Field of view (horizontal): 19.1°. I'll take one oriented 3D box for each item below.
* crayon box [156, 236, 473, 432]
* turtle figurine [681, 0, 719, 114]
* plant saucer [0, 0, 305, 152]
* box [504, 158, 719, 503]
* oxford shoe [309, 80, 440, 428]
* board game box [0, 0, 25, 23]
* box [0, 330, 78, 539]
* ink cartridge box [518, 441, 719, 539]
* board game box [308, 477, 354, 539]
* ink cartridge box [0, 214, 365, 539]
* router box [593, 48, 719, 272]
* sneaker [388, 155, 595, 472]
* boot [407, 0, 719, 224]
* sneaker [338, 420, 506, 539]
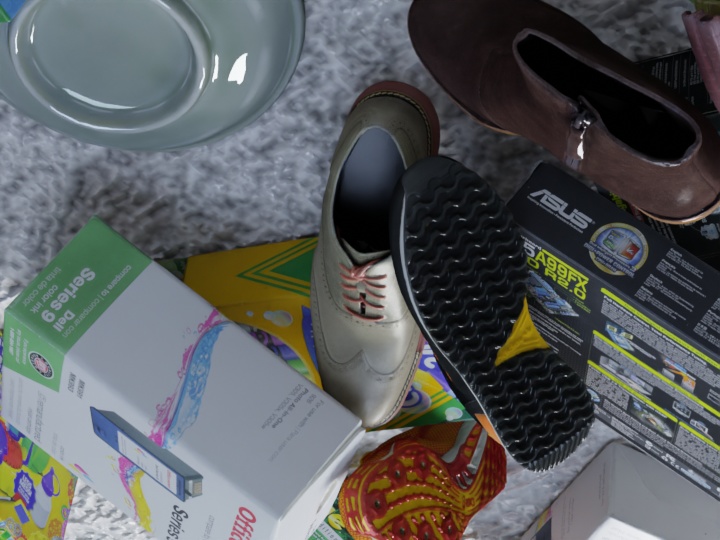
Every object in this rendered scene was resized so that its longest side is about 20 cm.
[{"bbox_3d":[-0.025,0.042,1.291,0.199,0.052,0.126,-8,133,16],"label":"crayon box"},{"bbox_3d":[0.198,-0.165,1.008,0.193,0.144,0.200,28,127,2],"label":"turtle figurine"},{"bbox_3d":[-0.130,-0.127,1.139,0.199,0.050,0.201,4,136,4],"label":"plant saucer"},{"bbox_3d":[0.163,0.044,1.177,0.200,0.044,0.160,34,157,18],"label":"box"},{"bbox_3d":[0.000,0.000,1.177,0.070,0.075,0.201,6,109,11],"label":"oxford shoe"},{"bbox_3d":[-0.273,-0.202,1.065,0.151,0.037,0.200,-1,137,36],"label":"board game box"},{"bbox_3d":[-0.311,0.107,1.349,0.192,0.122,0.200,-15,131,20],"label":"box"},{"bbox_3d":[0.162,0.211,1.420,0.117,0.067,0.200,23,134,-14],"label":"ink cartridge box"},{"bbox_3d":[0.003,0.208,1.411,0.200,0.023,0.105,46,132,-10],"label":"board game box"},{"bbox_3d":[-0.108,0.085,1.244,0.200,0.088,0.145,36,151,8],"label":"ink cartridge box"},{"bbox_3d":[0.219,-0.034,1.171,0.149,0.062,0.200,-12,132,20],"label":"router box"},{"bbox_3d":[0.054,0.019,1.158,0.070,0.090,0.200,-36,121,-13],"label":"sneaker"},{"bbox_3d":[0.092,-0.098,1.032,0.200,0.072,0.166,36,-179,17],"label":"boot"},{"bbox_3d":[0.027,0.134,1.289,0.077,0.200,0.073,-12,89,22],"label":"sneaker"}]
